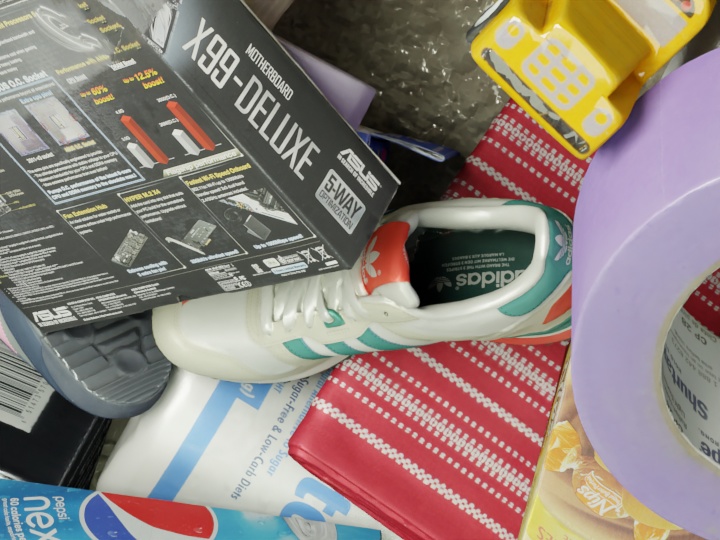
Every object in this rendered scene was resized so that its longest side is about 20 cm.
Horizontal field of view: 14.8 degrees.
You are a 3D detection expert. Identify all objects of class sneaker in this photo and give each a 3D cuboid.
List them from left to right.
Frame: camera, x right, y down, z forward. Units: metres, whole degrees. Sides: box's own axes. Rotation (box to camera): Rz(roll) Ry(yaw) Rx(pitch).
[{"bbox_3d":[-0.150,0.009,1.260,0.200,0.070,0.082,53,139,34],"label":"sneaker"},{"bbox_3d":[0.000,0.000,1.157,0.198,0.093,0.071,-6,74,13],"label":"sneaker"}]

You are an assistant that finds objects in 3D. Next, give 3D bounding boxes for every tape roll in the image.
[{"bbox_3d":[0.180,0.011,1.070,0.198,0.085,0.201,3,129,4],"label":"tape roll"}]

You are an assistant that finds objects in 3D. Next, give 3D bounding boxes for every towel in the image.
[{"bbox_3d":[0.073,0.040,1.229,0.144,0.022,0.201,35,74,-7],"label":"towel"}]

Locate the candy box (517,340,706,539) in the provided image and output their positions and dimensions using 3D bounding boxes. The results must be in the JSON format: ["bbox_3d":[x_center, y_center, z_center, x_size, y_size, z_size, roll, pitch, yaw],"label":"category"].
[{"bbox_3d":[0.171,0.107,1.181,0.199,0.055,0.116,17,77,2],"label":"candy box"}]

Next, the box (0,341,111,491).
[{"bbox_3d":[-0.197,0.129,1.323,0.104,0.148,0.201,22,118,0],"label":"box"}]

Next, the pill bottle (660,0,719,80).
[{"bbox_3d":[0.227,-0.045,1.167,0.199,0.120,0.120,33,118,-5],"label":"pill bottle"}]

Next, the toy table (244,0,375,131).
[{"bbox_3d":[-0.052,-0.148,1.144,0.199,0.184,0.118,31,95,30],"label":"toy table"}]

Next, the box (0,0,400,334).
[{"bbox_3d":[-0.107,-0.054,1.097,0.199,0.050,0.158,-12,128,46],"label":"box"}]

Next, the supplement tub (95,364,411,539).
[{"bbox_3d":[-0.009,0.101,1.281,0.199,0.132,0.132,30,118,-4],"label":"supplement tub"}]

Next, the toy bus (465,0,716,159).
[{"bbox_3d":[0.104,-0.119,1.109,0.065,0.200,0.078,44,117,-7],"label":"toy bus"}]

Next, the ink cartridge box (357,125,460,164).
[{"bbox_3d":[-0.058,-0.060,1.218,0.198,0.119,0.042,12,93,4],"label":"ink cartridge box"}]

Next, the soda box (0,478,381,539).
[{"bbox_3d":[-0.093,0.142,1.196,0.198,0.064,0.068,7,120,-1],"label":"soda box"}]
